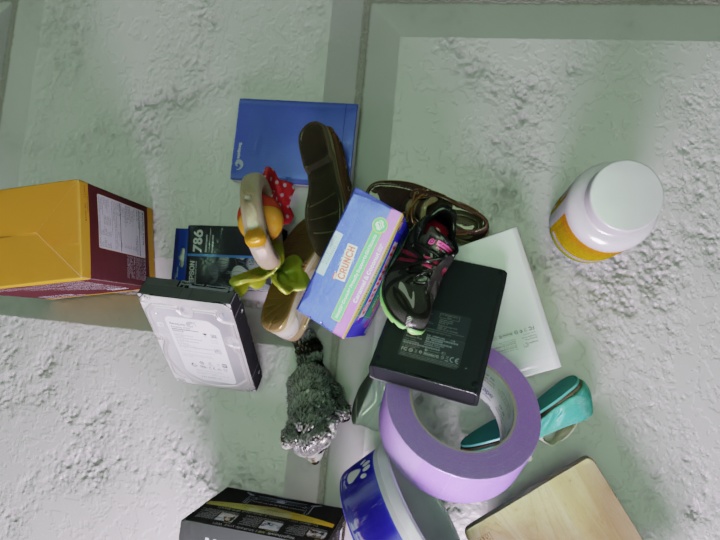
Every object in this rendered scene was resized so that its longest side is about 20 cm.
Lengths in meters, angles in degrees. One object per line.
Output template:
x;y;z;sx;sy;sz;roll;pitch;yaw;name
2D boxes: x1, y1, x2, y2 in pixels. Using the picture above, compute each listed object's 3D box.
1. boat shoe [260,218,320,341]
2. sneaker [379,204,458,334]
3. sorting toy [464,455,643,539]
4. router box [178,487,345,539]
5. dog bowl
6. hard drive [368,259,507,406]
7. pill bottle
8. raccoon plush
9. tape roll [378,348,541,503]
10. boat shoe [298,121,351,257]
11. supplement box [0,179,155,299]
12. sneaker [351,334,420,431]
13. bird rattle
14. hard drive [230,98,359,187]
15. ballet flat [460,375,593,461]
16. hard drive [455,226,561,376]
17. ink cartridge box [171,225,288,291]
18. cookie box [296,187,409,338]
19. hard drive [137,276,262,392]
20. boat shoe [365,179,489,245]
-0.088;0.011;0.863;0.073;0.069;0.203;4;62;33;boat shoe
0.079;-0.010;0.728;0.076;0.084;0.202;23;52;-6;sneaker
0.274;0.385;0.767;0.197;0.070;0.202;-32;80;5;sorting toy
-0.128;0.363;0.790;0.196;0.157;0.053;6;85;10;router box
0.058;0.331;0.741;0.078;0.200;0.202;-34;80;6;dog bowl
0.107;0.066;0.745;0.137;0.033;0.202;12;51;16;hard drive
0.316;-0.075;0.740;0.109;0.200;0.113;-1;84;9;pill bottle
-0.089;0.172;0.814;0.096;0.134;0.202;-29;81;6;raccoon plush
0.124;0.184;0.728;0.196;0.066;0.202;6;46;-6;tape roll
-0.040;-0.117;0.839;0.071;0.068;0.204;-9;82;30;boat shoe
-0.448;-0.036;0.860;0.193;0.200;0.136;-6;83;8;supplement box
0.057;0.141;0.836;0.079;0.070;0.203;23;88;-9;sneaker
-0.126;-0.066;0.791;0.110;0.164;0.204;-2;67;4;bird rattle
-0.105;-0.203;0.910;0.196;0.025;0.135;5;85;10;hard drive
0.238;0.225;0.794;0.198;0.067;0.071;-32;94;7;ballet flat
0.192;0.056;0.817;0.130;0.027;0.204;-18;88;17;hard drive
-0.215;-0.019;0.904;0.196;0.039;0.102;1;85;10;ink cartridge box
0.000;0.000;0.784;0.074;0.200;0.173;26;89;10;cookie box
-0.226;0.099;0.824;0.137;0.202;0.038;7;44;9;hard drive
0.096;-0.091;0.842;0.197;0.072;0.073;23;88;10;boat shoe
